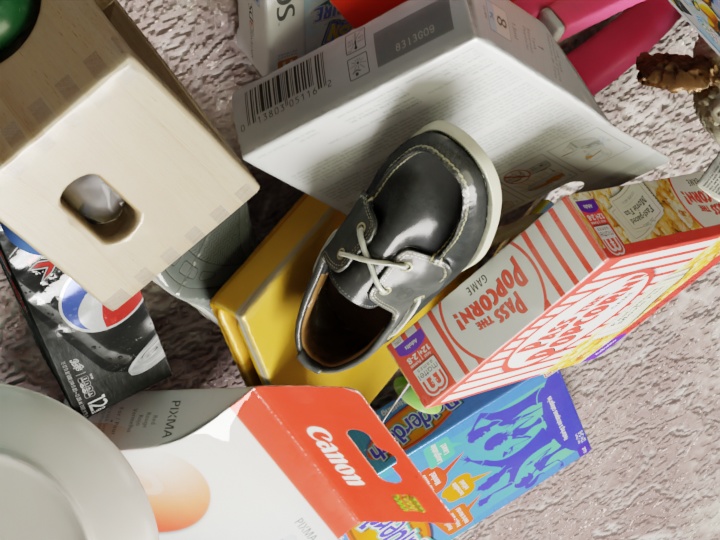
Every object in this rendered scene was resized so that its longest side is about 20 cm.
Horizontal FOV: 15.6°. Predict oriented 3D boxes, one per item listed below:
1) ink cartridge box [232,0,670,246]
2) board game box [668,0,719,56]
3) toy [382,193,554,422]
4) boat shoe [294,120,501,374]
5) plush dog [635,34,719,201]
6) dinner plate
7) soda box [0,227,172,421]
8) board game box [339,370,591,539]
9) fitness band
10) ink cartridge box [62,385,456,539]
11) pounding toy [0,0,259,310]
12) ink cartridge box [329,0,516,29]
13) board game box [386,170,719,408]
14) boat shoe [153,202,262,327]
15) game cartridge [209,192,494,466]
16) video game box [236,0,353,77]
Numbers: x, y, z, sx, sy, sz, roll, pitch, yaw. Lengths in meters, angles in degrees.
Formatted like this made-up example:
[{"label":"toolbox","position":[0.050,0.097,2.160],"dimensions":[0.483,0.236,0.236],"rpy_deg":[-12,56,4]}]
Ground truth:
[{"label":"ink cartridge box","position":[0.053,-0.079,1.449],"dimensions":[0.160,0.047,0.200],"rpy_deg":[-26,149,29]},{"label":"board game box","position":[0.160,-0.184,1.335],"dimensions":[0.035,0.200,0.126],"rpy_deg":[-32,144,-6]},{"label":"toy","position":[0.093,0.015,1.662],"dimensions":[0.200,0.047,0.115],"rpy_deg":[-52,178,26]},{"label":"boat shoe","position":[0.018,-0.008,1.426],"dimensions":[0.068,0.072,0.200],"rpy_deg":[-43,173,-37]},{"label":"plush dog","position":[0.249,-0.118,1.566],"dimensions":[0.160,0.201,0.172],"rpy_deg":[-4,-177,10]},{"label":"dinner plate","position":[-0.214,0.164,1.531],"dimensions":[0.200,0.200,0.024],"rpy_deg":[-49,177,19]},{"label":"soda box","position":[-0.166,-0.005,1.468],"dimensions":[0.063,0.071,0.200],"rpy_deg":[-28,143,-9]},{"label":"board game box","position":[0.053,0.131,1.796],"dimensions":[0.200,0.045,0.152],"rpy_deg":[-32,150,-2]},{"label":"fitness band","position":[0.113,-0.126,1.522],"dimensions":[0.200,0.037,0.144],"rpy_deg":[-27,160,-36]},{"label":"ink cartridge box","position":[-0.064,0.132,1.577],"dimensions":[0.200,0.050,0.162],"rpy_deg":[-1,145,28]},{"label":"pounding toy","position":[-0.186,-0.094,1.284],"dimensions":[0.142,0.184,0.200],"rpy_deg":[-40,150,3]},{"label":"ink cartridge box","position":[0.026,-0.182,1.317],"dimensions":[0.162,0.057,0.200],"rpy_deg":[-23,131,23]},{"label":"board game box","position":[0.127,0.007,1.523],"dimensions":[0.151,0.046,0.200],"rpy_deg":[-41,163,32]},{"label":"boat shoe","position":[-0.097,-0.019,1.512],"dimensions":[0.075,0.065,0.202],"rpy_deg":[-56,144,-9]},{"label":"game cartridge","position":[0.000,0.000,1.574],"dimensions":[0.200,0.032,0.176],"rpy_deg":[-51,149,-22]},{"label":"video game box","position":[0.026,-0.206,1.413],"dimensions":[0.200,0.047,0.182],"rpy_deg":[-21,144,-16]}]
